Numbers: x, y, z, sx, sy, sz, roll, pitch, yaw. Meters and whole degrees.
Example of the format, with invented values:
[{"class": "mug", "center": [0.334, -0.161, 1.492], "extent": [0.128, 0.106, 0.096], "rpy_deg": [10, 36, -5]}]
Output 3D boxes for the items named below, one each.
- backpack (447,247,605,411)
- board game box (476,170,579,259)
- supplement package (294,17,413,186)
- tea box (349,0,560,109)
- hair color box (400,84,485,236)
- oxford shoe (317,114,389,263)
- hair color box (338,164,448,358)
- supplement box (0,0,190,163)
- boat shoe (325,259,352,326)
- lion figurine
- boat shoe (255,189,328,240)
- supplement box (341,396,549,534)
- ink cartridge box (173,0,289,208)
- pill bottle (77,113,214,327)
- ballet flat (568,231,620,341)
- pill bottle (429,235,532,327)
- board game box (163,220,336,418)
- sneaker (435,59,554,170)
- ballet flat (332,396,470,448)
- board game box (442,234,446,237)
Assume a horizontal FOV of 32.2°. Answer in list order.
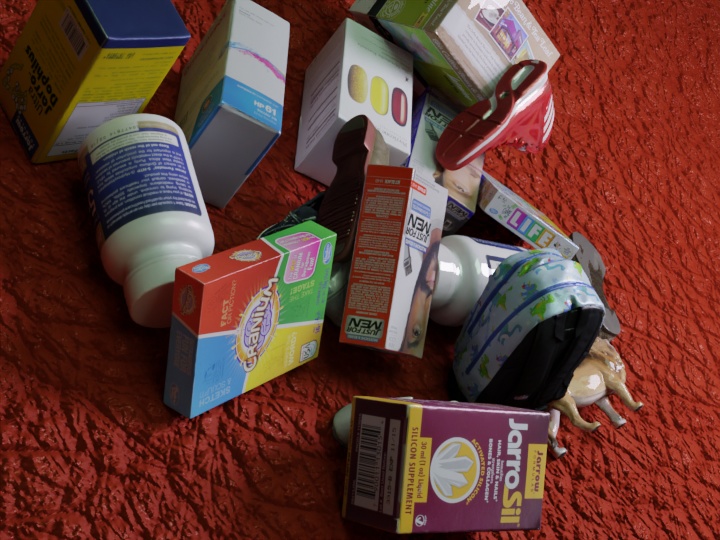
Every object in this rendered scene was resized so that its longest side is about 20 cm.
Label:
[{"class": "backpack", "center": [0.197, 0.070, 1.445], "extent": [0.162, 0.200, 0.155], "rpy_deg": [-7, 68, -20]}, {"class": "board game box", "center": [0.208, -0.077, 1.671], "extent": [0.134, 0.034, 0.200], "rpy_deg": [34, 10, -13]}, {"class": "supplement package", "center": [-0.006, -0.207, 1.616], "extent": [0.113, 0.110, 0.201], "rpy_deg": [25, 43, -22]}, {"class": "tea box", "center": [0.128, -0.324, 1.699], "extent": [0.196, 0.134, 0.200], "rpy_deg": [26, -14, 50]}, {"class": "hair color box", "center": [0.105, -0.147, 1.658], "extent": [0.109, 0.065, 0.201], "rpy_deg": [32, 41, -15]}, {"class": "oxford shoe", "center": [0.004, -0.086, 1.453], "extent": [0.075, 0.070, 0.201], "rpy_deg": [38, 51, -36]}, {"class": "hair color box", "center": [0.040, -0.008, 1.410], "extent": [0.111, 0.063, 0.202], "rpy_deg": [20, 79, -64]}, {"class": "supplement box", "center": [-0.286, -0.219, 1.314], "extent": [0.108, 0.200, 0.110], "rpy_deg": [-12, 64, -46]}, {"class": "boat shoe", "center": [0.001, 0.000, 1.487], "extent": [0.072, 0.070, 0.201], "rpy_deg": [59, 35, -15]}, {"class": "lion figurine", "center": [0.274, 0.152, 1.577], "extent": [0.199, 0.073, 0.123], "rpy_deg": [-14, 58, -42]}, {"class": "boat shoe", "center": [-0.065, -0.040, 1.459], "extent": [0.075, 0.062, 0.200], "rpy_deg": [46, 41, 0]}, {"class": "supplement box", "center": [0.091, 0.204, 1.308], "extent": [0.199, 0.103, 0.132], "rpy_deg": [7, 86, -36]}, {"class": "ink cartridge box", "center": [-0.154, -0.199, 1.454], "extent": [0.084, 0.145, 0.201], "rpy_deg": [23, 44, -24]}, {"class": "pill bottle", "center": [-0.216, -0.049, 1.291], "extent": [0.119, 0.120, 0.201], "rpy_deg": [5, 53, -38]}, {"class": "ballet flat", "center": [0.318, 0.026, 1.751], "extent": [0.067, 0.046, 0.201], "rpy_deg": [23, 39, -29]}, {"class": "pill bottle", "center": [0.140, 0.017, 1.538], "extent": [0.199, 0.111, 0.112], "rpy_deg": [9, 50, -40]}, {"class": "board game box", "center": [-0.111, 0.047, 1.275], "extent": [0.040, 0.154, 0.199], "rpy_deg": [26, 30, 31]}, {"class": "sneaker", "center": [0.190, -0.172, 1.629], "extent": [0.078, 0.200, 0.116], "rpy_deg": [31, -22, 48]}, {"class": "ballet flat", "center": [0.061, 0.165, 1.386], "extent": [0.199, 0.064, 0.068], "rpy_deg": [8, 51, -36]}, {"class": "board game box", "center": [0.081, -0.089, 1.656], "extent": [0.095, 0.030, 0.201], "rpy_deg": [32, 38, -14]}]
